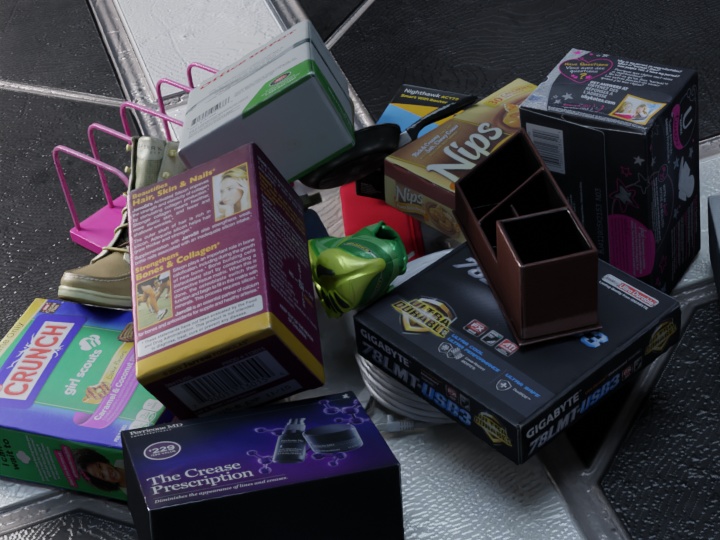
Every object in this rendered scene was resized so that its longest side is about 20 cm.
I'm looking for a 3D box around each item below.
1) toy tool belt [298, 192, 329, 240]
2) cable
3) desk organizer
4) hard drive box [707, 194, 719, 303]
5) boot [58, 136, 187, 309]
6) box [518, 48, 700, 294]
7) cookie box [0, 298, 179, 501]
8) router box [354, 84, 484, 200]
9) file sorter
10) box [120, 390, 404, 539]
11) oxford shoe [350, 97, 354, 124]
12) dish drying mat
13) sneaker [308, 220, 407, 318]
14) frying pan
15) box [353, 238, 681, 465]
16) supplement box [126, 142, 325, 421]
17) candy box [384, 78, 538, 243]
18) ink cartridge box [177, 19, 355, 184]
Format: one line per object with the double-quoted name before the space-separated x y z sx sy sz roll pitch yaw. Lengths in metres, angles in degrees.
"toy tool belt" -0.078 -0.017 1.639 0.122 0.125 0.200 -14 26 41
"cable" 0.091 0.053 1.559 0.198 0.070 0.201 -5 37 7
"desk organizer" 0.135 -0.033 1.463 0.071 0.078 0.201 -11 37 -8
"hard drive box" 0.393 0.013 1.532 0.154 0.077 0.201 -7 37 6
"boot" -0.208 -0.048 1.640 0.072 0.156 0.200 12 13 26
"box" 0.229 -0.082 1.594 0.131 0.201 0.115 15 42 30
"cookie box" -0.238 0.113 1.558 0.198 0.076 0.172 7 40 22
"router box" 0.110 -0.117 1.781 0.198 0.051 0.150 12 40 17
"file sorter" -0.194 -0.109 1.801 0.138 0.126 0.200 24 48 38
"box" -0.080 0.172 1.393 0.198 0.080 0.141 -9 20 -14
"oxford shoe" -0.037 -0.151 1.782 0.070 0.075 0.200 22 0 -11
"dish drying mat" 0.023 -0.034 1.735 0.076 0.018 0.201 -9 36 1
"sneaker" 0.000 0.000 1.541 0.083 0.075 0.200 -20 7 -7
"frying pan" 0.019 -0.116 1.696 0.189 0.115 0.031 -15 76 -33
"box" 0.130 0.049 1.462 0.198 0.050 0.199 -33 46 -27
"supplement box" -0.116 0.014 1.480 0.130 0.103 0.201 -21 52 17
"candy box" 0.130 -0.106 1.674 0.115 0.056 0.199 28 47 36
"ink cartridge box" -0.086 -0.145 1.640 0.146 0.083 0.200 -30 20 10
